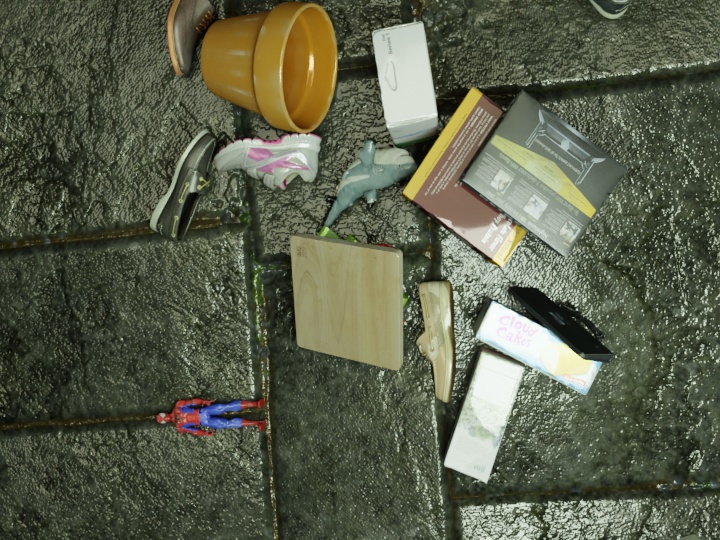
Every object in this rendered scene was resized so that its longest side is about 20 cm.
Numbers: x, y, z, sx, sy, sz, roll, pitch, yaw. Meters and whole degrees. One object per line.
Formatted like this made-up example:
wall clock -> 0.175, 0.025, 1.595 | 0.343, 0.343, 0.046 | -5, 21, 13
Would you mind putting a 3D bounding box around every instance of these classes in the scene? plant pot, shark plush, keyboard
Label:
plant pot -> -0.160, -0.345, 1.210 | 0.179, 0.199, 0.206 | 12, 92, 22
shark plush -> 0.001, -0.142, 1.231 | 0.199, 0.091, 0.084 | -38, 76, 9
keyboard -> 0.331, 0.085, 1.165 | 0.124, 0.200, 0.021 | 5, 119, -31

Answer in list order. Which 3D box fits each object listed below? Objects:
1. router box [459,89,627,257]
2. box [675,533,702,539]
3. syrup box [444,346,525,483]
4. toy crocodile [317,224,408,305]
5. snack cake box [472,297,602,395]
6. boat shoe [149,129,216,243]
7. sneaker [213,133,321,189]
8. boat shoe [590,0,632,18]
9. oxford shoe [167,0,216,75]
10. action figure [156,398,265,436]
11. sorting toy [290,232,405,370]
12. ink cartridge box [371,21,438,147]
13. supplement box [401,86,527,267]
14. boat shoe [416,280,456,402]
router box -> 0.272, -0.143, 1.084 | 0.198, 0.052, 0.159 | 36, 95, -1
box -> 0.563, 0.550, 1.186 | 0.080, 0.068, 0.204 | -20, 89, 7
syrup box -> 0.207, 0.240, 1.217 | 0.077, 0.081, 0.205 | 18, 93, 8
toy crocodile -> 0.000, 0.000, 1.248 | 0.200, 0.062, 0.068 | 45, 95, 5
snack cake box -> 0.287, 0.120, 1.190 | 0.197, 0.115, 0.068 | 27, 95, 5
boat shoe -> -0.300, -0.147, 1.278 | 0.060, 0.072, 0.204 | 31, 102, 8
sneaker -> -0.161, -0.184, 1.256 | 0.195, 0.081, 0.091 | -4, 94, 12
boat shoe -> 0.372, -0.507, 1.200 | 0.199, 0.068, 0.072 | 43, 96, 6
oxford shoe -> -0.295, -0.446, 1.275 | 0.071, 0.071, 0.206 | 7, 91, 1
action figure -> -0.270, 0.260, 1.291 | 0.194, 0.052, 0.067 | -4, 94, 9
sorting toy -> -0.011, 0.041, 1.197 | 0.194, 0.069, 0.205 | 10, 115, 25
ink cartridge box -> 0.076, -0.293, 1.168 | 0.082, 0.200, 0.149 | -9, 90, 7
supplement box -> 0.199, -0.147, 1.181 | 0.198, 0.133, 0.199 | 35, 94, 0
boat shoe -> 0.129, 0.121, 1.235 | 0.063, 0.071, 0.206 | -2, 82, 13
